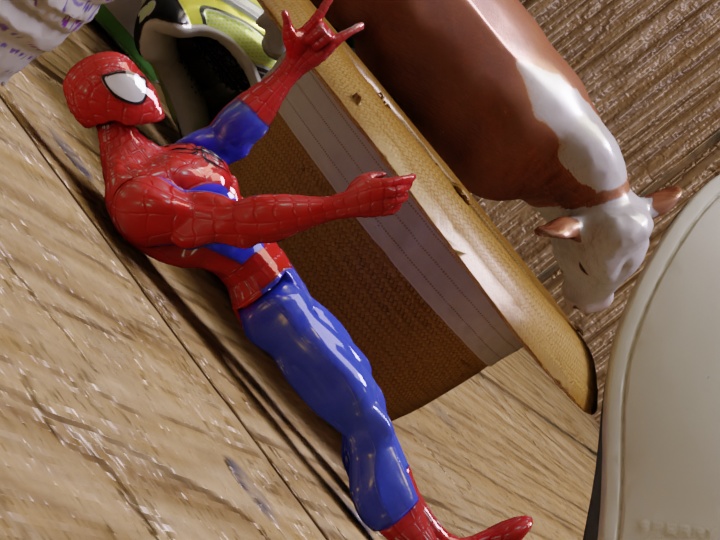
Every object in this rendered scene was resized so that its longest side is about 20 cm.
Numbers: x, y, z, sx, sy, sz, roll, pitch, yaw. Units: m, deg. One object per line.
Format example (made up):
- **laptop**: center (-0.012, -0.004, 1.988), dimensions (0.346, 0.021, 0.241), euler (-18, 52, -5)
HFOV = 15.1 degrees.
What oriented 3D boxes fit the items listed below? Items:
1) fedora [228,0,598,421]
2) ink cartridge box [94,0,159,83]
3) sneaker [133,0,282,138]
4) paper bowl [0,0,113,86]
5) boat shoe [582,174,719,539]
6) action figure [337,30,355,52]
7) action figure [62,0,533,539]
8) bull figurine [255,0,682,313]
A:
- **fedora**: center (-0.002, -0.011, 0.921), dimensions (0.201, 0.082, 0.201), euler (51, 3, -4)
- **ink cartridge box**: center (-0.127, -0.196, 1.172), dimensions (0.146, 0.084, 0.200), euler (48, 5, -42)
- **sneaker**: center (-0.030, -0.038, 1.100), dimensions (0.200, 0.075, 0.076), euler (54, 36, -9)
- **paper bowl**: center (-0.114, -0.114, 0.447), dimensions (0.201, 0.104, 0.201), euler (50, 4, -4)
- **boat shoe**: center (0.106, 0.064, 0.912), dimensions (0.073, 0.200, 0.062), euler (13, -6, -10)
- **action figure**: center (-0.035, -0.102, 1.207), dimensions (0.055, 0.118, 0.200), euler (17, -9, -29)
- **action figure**: center (0.000, 0.000, 0.793), dimensions (0.200, 0.099, 0.065), euler (48, 4, -13)
- **bull figurine**: center (0.035, -0.071, 1.031), dimensions (0.200, 0.065, 0.121), euler (54, -25, -20)
